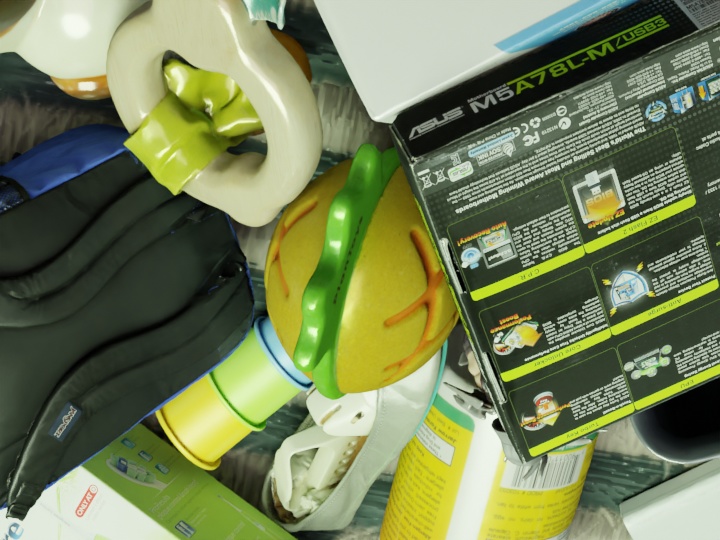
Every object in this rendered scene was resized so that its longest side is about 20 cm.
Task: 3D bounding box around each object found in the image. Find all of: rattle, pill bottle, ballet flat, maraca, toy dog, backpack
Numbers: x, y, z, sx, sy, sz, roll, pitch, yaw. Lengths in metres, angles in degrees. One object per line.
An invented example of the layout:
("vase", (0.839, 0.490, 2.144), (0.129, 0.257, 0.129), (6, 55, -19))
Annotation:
("rattle", (-0.045, -0.129, 0.999), (0.130, 0.142, 0.201), (42, 145, 27))
("pill bottle", (0.073, 0.142, 1.187), (0.112, 0.113, 0.202), (11, 115, -4))
("ballet flat", (-0.009, 0.093, 1.160), (0.063, 0.068, 0.201), (-4, 142, -28))
("maraca", (0.000, 0.000, 1.025), (0.106, 0.200, 0.138), (14, 87, 10))
("toy dog", (-0.189, -0.165, 1.022), (0.199, 0.193, 0.141), (9, 105, -39))
("backpack", (-0.175, 0.005, 1.106), (0.199, 0.167, 0.164), (-32, 119, -19))

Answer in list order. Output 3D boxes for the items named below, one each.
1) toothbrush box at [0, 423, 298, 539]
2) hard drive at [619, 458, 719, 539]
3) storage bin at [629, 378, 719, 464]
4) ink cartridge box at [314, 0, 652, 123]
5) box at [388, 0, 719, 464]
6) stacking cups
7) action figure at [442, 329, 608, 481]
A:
("toothbrush box", (-0.139, 0.192, 1.202), (0.199, 0.086, 0.146), (36, 113, 7))
("hard drive", (0.281, 0.158, 1.237), (0.199, 0.026, 0.132), (-28, 111, 13))
("storage bin", (0.248, 0.046, 1.110), (0.198, 0.134, 0.147), (-15, 77, 9))
("ink cartridge box", (0.059, -0.166, 0.977), (0.146, 0.200, 0.147), (-26, 87, 13))
("box", (0.134, -0.025, 0.933), (0.199, 0.048, 0.194), (-25, 127, -1))
("stacking cups", (-0.034, 0.035, 1.175), (0.200, 0.061, 0.061), (-41, 108, 14))
("action figure", (0.105, 0.015, 1.055), (0.069, 0.129, 0.202), (5, 95, -47))
